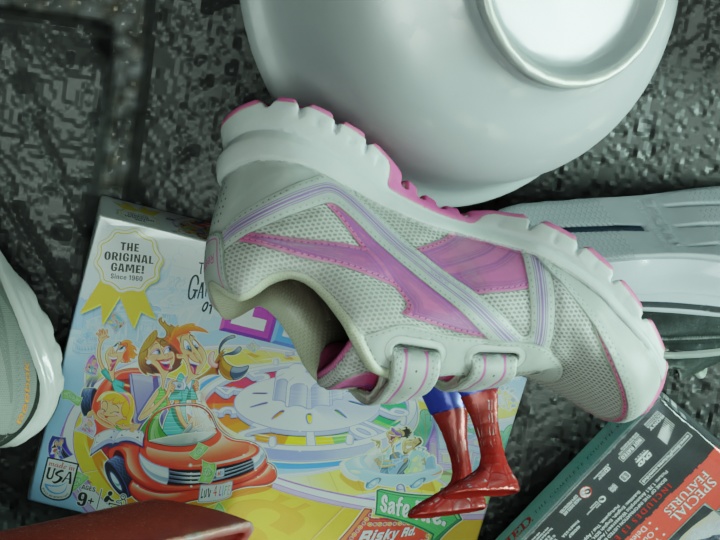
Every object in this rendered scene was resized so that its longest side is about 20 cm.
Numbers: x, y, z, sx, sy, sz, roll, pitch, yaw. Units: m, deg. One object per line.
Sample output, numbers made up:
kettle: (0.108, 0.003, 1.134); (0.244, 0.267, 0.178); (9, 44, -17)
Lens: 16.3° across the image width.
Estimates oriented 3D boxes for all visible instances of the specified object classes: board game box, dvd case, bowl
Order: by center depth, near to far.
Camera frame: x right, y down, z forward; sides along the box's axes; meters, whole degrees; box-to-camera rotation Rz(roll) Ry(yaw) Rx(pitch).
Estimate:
bowl: (0.058, -0.121, 0.983); (0.200, 0.090, 0.203); (-5, 98, -34)
board game box: (-0.034, 0.057, 1.108); (0.198, 0.034, 0.135); (14, 106, -8)
dvd case: (0.148, 0.159, 1.141); (0.200, 0.022, 0.146); (38, 101, -23)

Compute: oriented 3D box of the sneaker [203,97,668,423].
sneaker: (0.022, 0.018, 0.973); (0.199, 0.081, 0.089); (26, 68, -5)

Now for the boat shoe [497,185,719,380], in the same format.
boat shoe: (0.139, 0.010, 1.085); (0.198, 0.072, 0.071); (3, 126, -15)

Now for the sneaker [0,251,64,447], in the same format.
sneaker: (-0.189, -0.015, 1.043); (0.074, 0.079, 0.201); (-29, 92, 12)

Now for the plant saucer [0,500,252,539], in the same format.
plant saucer: (-0.168, 0.167, 1.045); (0.037, 0.199, 0.200); (53, 124, 22)

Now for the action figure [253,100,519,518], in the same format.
action figure: (0.000, 0.000, 1.042); (0.098, 0.065, 0.202); (-2, 74, -22)
